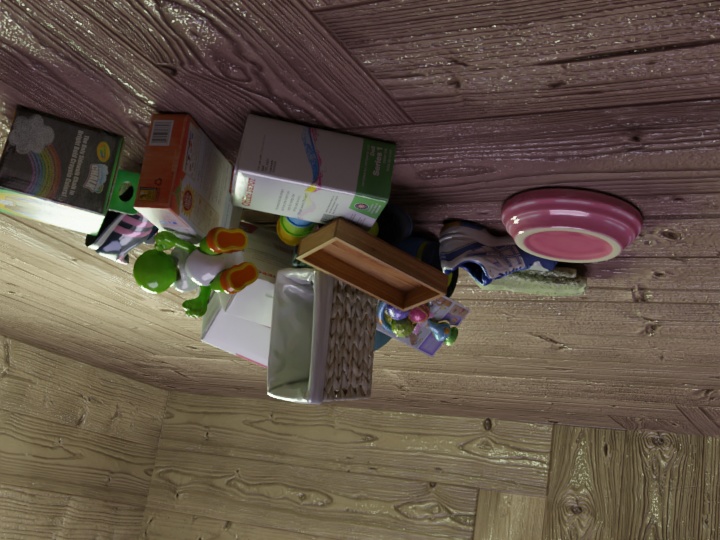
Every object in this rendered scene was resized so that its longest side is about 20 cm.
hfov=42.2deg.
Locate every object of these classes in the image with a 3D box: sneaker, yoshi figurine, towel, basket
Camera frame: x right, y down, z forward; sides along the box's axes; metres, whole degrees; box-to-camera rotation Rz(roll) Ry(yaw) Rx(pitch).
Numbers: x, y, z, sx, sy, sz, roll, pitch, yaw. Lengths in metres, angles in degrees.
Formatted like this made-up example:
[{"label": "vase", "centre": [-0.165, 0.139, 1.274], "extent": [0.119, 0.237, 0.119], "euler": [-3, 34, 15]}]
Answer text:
[{"label": "sneaker", "centre": [0.214, -0.013, 1.471], "extent": [0.199, 0.089, 0.075], "euler": [11, 162, -11]}, {"label": "sneaker", "centre": [0.110, -0.010, 1.597], "extent": [0.078, 0.066, 0.200], "euler": [13, 167, 29]}, {"label": "yoshi figurine", "centre": [-0.238, -0.002, 1.269], "extent": [0.199, 0.113, 0.112], "euler": [-9, 142, 47]}, {"label": "towel", "centre": [0.284, 0.015, 1.582], "extent": [0.199, 0.037, 0.148], "euler": [7, 172, 16]}, {"label": "sneaker", "centre": [0.021, -0.069, 1.410], "extent": [0.078, 0.066, 0.200], "euler": [-4, -179, -38]}, {"label": "basket", "centre": [-0.056, 0.101, 1.438], "extent": [0.123, 0.201, 0.135], "euler": [6, 176, -35]}, {"label": "sneaker", "centre": [-0.328, -0.086, 1.429], "extent": [0.200, 0.070, 0.082], "euler": [-36, 129, 20]}]

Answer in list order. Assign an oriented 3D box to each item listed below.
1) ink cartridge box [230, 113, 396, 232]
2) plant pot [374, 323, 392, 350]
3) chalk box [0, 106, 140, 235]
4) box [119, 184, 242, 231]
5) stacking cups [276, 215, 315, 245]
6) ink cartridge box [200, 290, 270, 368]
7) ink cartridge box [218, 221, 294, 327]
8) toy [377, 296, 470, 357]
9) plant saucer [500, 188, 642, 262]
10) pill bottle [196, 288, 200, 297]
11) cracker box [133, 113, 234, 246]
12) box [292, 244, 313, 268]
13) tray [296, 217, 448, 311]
[{"label": "ink cartridge box", "centre": [-0.066, -0.126, 1.245], "extent": [0.199, 0.084, 0.145], "euler": [11, 164, -8]}, {"label": "plant pot", "centre": [-0.031, 0.039, 1.661], "extent": [0.199, 0.201, 0.135], "euler": [5, 132, 15]}, {"label": "chalk box", "centre": [-0.415, -0.133, 1.351], "extent": [0.199, 0.125, 0.124], "euler": [16, 162, -19]}, {"label": "box", "centre": [-0.295, -0.101, 1.493], "extent": [0.199, 0.069, 0.082], "euler": [6, 164, 15]}, {"label": "stacking cups", "centre": [-0.092, -0.096, 1.416], "extent": [0.060, 0.061, 0.200], "euler": [11, 162, -5]}, {"label": "ink cartridge box", "centre": [-0.196, 0.066, 1.636], "extent": [0.147, 0.086, 0.200], "euler": [25, -158, -18]}, {"label": "ink cartridge box", "centre": [-0.170, 0.006, 1.570], "extent": [0.146, 0.083, 0.200], "euler": [20, -157, -29]}, {"label": "toy", "centre": [0.091, 0.081, 1.594], "extent": [0.199, 0.115, 0.047], "euler": [26, -160, -33]}, {"label": "plant saucer", "centre": [0.299, -0.057, 1.335], "extent": [0.199, 0.051, 0.201], "euler": [9, 164, 3]}, {"label": "pill bottle", "centre": [-0.219, 0.046, 1.879], "extent": [0.199, 0.112, 0.111], "euler": [15, 163, -21]}, {"label": "cracker box", "centre": [-0.237, -0.113, 1.296], "extent": [0.057, 0.135, 0.200], "euler": [3, 163, 14]}, {"label": "box", "centre": [0.000, 0.000, 1.471], "extent": [0.199, 0.037, 0.144], "euler": [7, 173, 5]}, {"label": "tray", "centre": [0.019, -0.006, 1.331], "extent": [0.199, 0.037, 0.098], "euler": [26, 149, -29]}]
